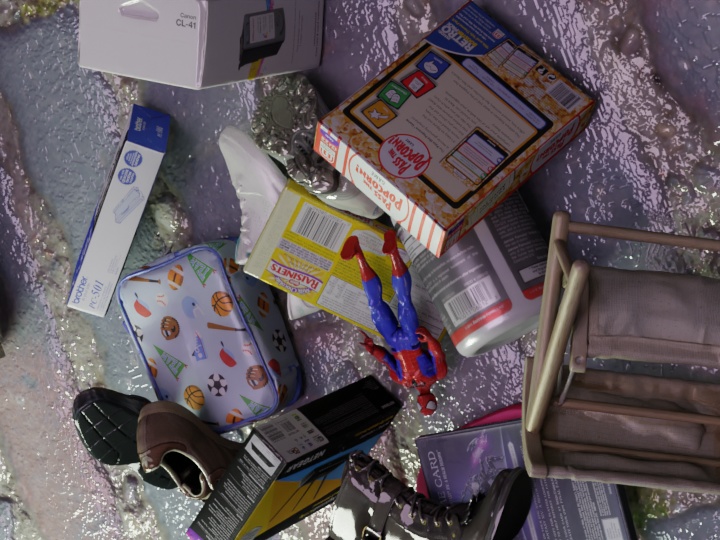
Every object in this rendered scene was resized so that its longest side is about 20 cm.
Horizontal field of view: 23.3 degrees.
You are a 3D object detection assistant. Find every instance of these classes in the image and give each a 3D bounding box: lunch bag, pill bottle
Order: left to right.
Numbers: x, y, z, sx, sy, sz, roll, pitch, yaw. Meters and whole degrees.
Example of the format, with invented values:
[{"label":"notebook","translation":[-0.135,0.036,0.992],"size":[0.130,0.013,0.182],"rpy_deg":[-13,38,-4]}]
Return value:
[{"label":"lunch bag","translation":[-0.158,0.067,1.779],"size":[0.160,0.075,0.201],"rpy_deg":[-21,91,30]},{"label":"pill bottle","translation":[0.097,-0.034,1.570],"size":[0.116,0.116,0.201],"rpy_deg":[-34,77,33]}]

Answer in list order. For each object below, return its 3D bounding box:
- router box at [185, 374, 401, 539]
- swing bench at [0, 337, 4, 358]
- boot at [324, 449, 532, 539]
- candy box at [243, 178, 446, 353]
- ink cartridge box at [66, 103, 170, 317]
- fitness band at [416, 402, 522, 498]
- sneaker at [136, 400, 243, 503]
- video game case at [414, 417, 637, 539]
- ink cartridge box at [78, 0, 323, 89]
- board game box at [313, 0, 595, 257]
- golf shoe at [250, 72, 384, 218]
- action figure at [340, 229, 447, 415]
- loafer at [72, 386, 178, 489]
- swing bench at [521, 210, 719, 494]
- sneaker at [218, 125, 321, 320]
[{"label":"router box","translation":[-0.062,0.190,1.680],"size":[0.051,0.200,0.149],"rpy_deg":[44,122,18]},{"label":"swing bench","translation":[-0.501,0.025,1.949],"size":[0.199,0.130,0.200],"rpy_deg":[-16,93,28]},{"label":"boot","translation":[0.054,0.224,1.635],"size":[0.174,0.069,0.201],"rpy_deg":[36,119,22]},{"label":"candy box","translation":[0.000,0.000,1.646],"size":[0.199,0.026,0.102],"rpy_deg":[26,120,-6]},{"label":"ink cartridge box","translation":[-0.248,-0.061,1.792],"size":[0.044,0.094,0.201],"rpy_deg":[18,116,-12]},{"label":"fitness band","translation":[0.141,0.206,1.656],"size":[0.200,0.037,0.144],"rpy_deg":[-29,86,33]},{"label":"sneaker","translation":[-0.149,0.206,1.751],"size":[0.200,0.076,0.070],"rpy_deg":[33,134,-32]},{"label":"video game case","translation":[0.152,0.209,1.620],"size":[0.199,0.019,0.144],"rpy_deg":[-13,92,35]},{"label":"ink cartridge box","translation":[-0.146,-0.227,1.624],"size":[0.147,0.200,0.086],"rpy_deg":[13,109,29]},{"label":"board game box","translation":[0.082,-0.126,1.515],"size":[0.151,0.200,0.046],"rpy_deg":[42,153,17]},{"label":"golf shoe","translation":[-0.038,-0.110,1.647],"size":[0.078,0.097,0.200],"rpy_deg":[-42,39,9]},{"label":"action figure","translation":[0.036,0.057,1.627],"size":[0.065,0.052,0.201],"rpy_deg":[-11,126,17]},{"label":"loafer","translation":[-0.237,0.160,1.792],"size":[0.073,0.200,0.072],"rpy_deg":[-31,55,7]},{"label":"swing bench","translation":[0.247,0.074,1.456],"size":[0.198,0.130,0.201],"rpy_deg":[7,112,-4]},{"label":"sneaker","translation":[-0.093,-0.045,1.698],"size":[0.088,0.075,0.200],"rpy_deg":[-35,83,0]}]
